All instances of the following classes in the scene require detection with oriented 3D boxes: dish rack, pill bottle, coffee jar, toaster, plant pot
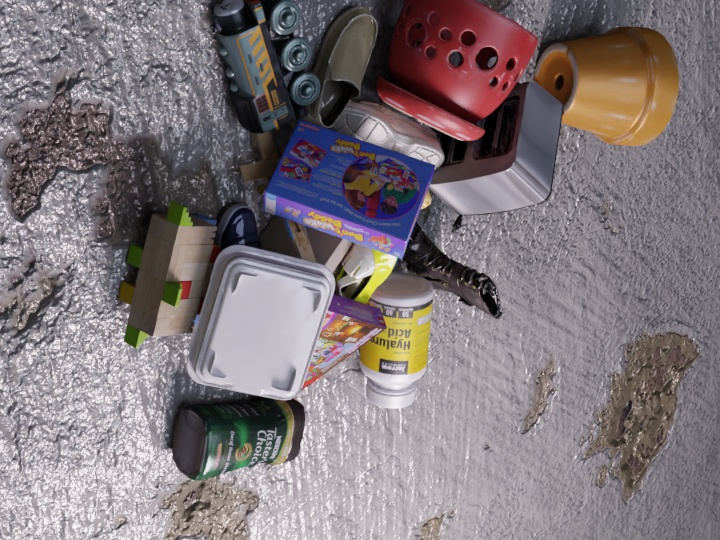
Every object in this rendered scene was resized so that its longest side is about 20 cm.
[{"bbox_3d":[-0.129,0.078,1.552,0.171,0.044,0.201,13,104,-21],"label":"dish rack"},{"bbox_3d":[0.055,0.113,1.857,0.111,0.111,0.201,-16,119,-39],"label":"pill bottle"},{"bbox_3d":[-0.173,0.242,1.710,0.199,0.085,0.105,-4,111,-44],"label":"coffee jar"},{"bbox_3d":[0.201,-0.180,1.780,0.118,0.180,0.201,33,60,-42],"label":"toaster"},{"bbox_3d":[0.399,-0.313,1.957,0.182,0.200,0.202,-2,110,-27],"label":"plant pot"},{"bbox_3d":[0.132,-0.298,1.684,0.200,0.200,0.183,14,106,-47],"label":"plant pot"}]

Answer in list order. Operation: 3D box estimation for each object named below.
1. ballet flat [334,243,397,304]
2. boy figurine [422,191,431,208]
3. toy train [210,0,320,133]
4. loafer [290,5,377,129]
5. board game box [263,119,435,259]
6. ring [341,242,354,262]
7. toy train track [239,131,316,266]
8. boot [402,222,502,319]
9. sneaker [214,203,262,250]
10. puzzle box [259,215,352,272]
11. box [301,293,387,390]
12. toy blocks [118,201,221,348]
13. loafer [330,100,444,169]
[{"bbox_3d":[0.000,0.000,1.644,0.067,0.067,0.200,-22,158,-30],"label":"ballet flat"},{"bbox_3d":[0.034,-0.099,1.746,0.200,0.124,0.065,-26,89,-51],"label":"boy figurine"},{"bbox_3d":[-0.126,-0.276,1.523,0.114,0.085,0.201,-30,128,-19],"label":"toy train"},{"bbox_3d":[-0.025,-0.275,1.627,0.076,0.068,0.201,30,87,-47],"label":"loafer"},{"bbox_3d":[-0.015,-0.111,1.561,0.045,0.199,0.135,101,10,-57],"label":"board game box"},{"bbox_3d":[-0.060,0.031,1.728,0.199,0.019,0.201,-26,147,-18],"label":"ring"},{"bbox_3d":[-0.111,-0.098,1.597,0.114,0.032,0.201,-17,84,-41],"label":"toy train track"},{"bbox_3d":[0.136,-0.010,1.833,0.069,0.174,0.200,-52,136,-12],"label":"boot"},{"bbox_3d":[-0.148,0.014,1.610,0.070,0.108,0.201,-13,118,-38],"label":"sneaker"},{"bbox_3d":[-0.046,-0.088,1.647,0.201,0.133,0.025,-55,141,-9],"label":"puzzle box"},{"bbox_3d":[-0.078,0.109,1.696,0.200,0.039,0.136,-38,145,28],"label":"box"},{"bbox_3d":[-0.231,0.004,1.552,0.136,0.100,0.201,-4,112,-56],"label":"toy blocks"},{"bbox_3d":[0.036,-0.207,1.720,0.199,0.063,0.072,22,135,-28],"label":"loafer"}]
